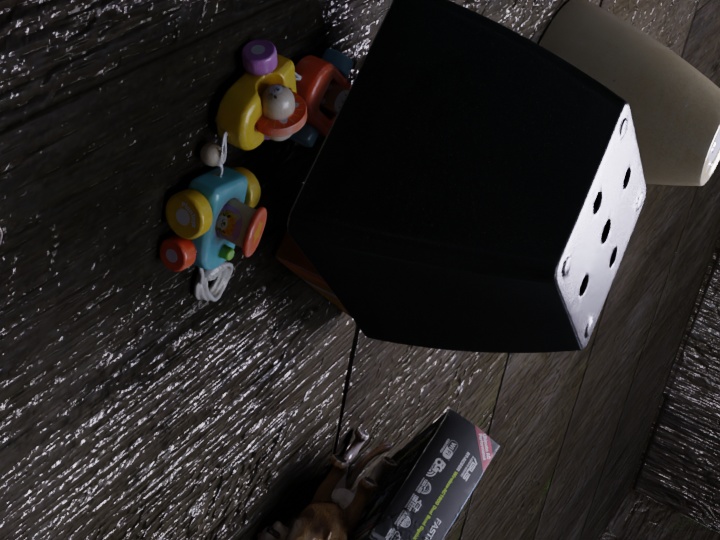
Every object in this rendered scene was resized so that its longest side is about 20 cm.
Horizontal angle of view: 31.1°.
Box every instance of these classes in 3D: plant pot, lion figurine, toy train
[{"bbox_3d":[0.092,-0.049,0.915,0.201,0.176,0.200,-64,155,-16],"label":"plant pot"},{"bbox_3d":[0.293,-0.172,1.390,0.188,0.199,0.188,-50,154,-35],"label":"plant pot"},{"bbox_3d":[-0.024,0.231,1.246,0.123,0.072,0.200,-62,164,12],"label":"lion figurine"},{"bbox_3d":[-0.055,-0.069,0.867,0.201,0.055,0.150,-63,159,-9],"label":"toy train"}]

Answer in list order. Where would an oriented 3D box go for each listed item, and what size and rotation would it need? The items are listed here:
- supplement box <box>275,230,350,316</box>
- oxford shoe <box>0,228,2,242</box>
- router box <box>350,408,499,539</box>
[{"bbox_3d":[0.000,0.000,1.060,0.067,0.068,0.200,-63,157,-7],"label":"supplement box"},{"bbox_3d":[-0.230,0.019,0.516,0.200,0.072,0.072,-48,154,-37],"label":"oxford shoe"},{"bbox_3d":[0.044,0.234,1.258,0.150,0.062,0.200,-53,179,-26],"label":"router box"}]
